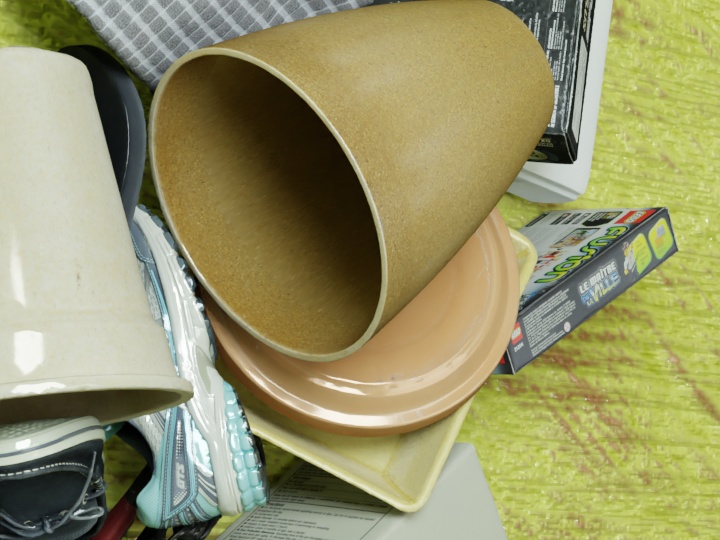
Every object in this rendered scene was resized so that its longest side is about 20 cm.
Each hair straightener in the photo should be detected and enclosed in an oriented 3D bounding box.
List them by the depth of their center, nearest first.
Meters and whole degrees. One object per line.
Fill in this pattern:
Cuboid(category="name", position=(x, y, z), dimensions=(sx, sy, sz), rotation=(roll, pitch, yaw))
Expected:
Cuboid(category="hair straightener", position=(-0.113, 0.154, 1.448), dimensions=(0.077, 0.041, 0.200), rotation=(43, 51, -15))

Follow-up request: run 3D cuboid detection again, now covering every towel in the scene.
Cuboid(category="towel", position=(-0.082, -0.178, 1.376), dimensions=(0.165, 0.086, 0.200), rotation=(-42, 148, 1))

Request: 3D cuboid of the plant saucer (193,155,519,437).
Cuboid(category="plant saucer", position=(0.000, 0.000, 1.465), dimensions=(0.199, 0.032, 0.201), rotation=(5, 66, -11))

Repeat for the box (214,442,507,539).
Cuboid(category="box", position=(-0.016, 0.199, 1.491), dimensions=(0.200, 0.127, 0.109), rotation=(-40, 119, -39))

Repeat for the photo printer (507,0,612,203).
Cuboid(category="photo printer", position=(0.100, -0.161, 1.663), dimensions=(0.166, 0.069, 0.201), rotation=(19, 76, -45))

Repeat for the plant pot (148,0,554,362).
Cuboid(category="plant pot", position=(0.014, -0.076, 1.391), dimensions=(0.200, 0.186, 0.187), rotation=(-32, 112, -35))

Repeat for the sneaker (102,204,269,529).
Cuboid(category="sneaker", position=(-0.123, 0.053, 1.392), dimensions=(0.086, 0.078, 0.201), rotation=(-20, 70, -7))

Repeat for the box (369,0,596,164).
Cuboid(category="box", position=(0.066, -0.178, 1.546), dimensions=(0.086, 0.163, 0.201), rotation=(49, 47, -76))

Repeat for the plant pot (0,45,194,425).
Cuboid(category="plant pot", position=(-0.195, -0.012, 1.273), dimensions=(0.200, 0.200, 0.185), rotation=(2, 77, -47))

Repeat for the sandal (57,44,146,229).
Cuboid(category="sandal", position=(-0.163, -0.029, 1.372), dimensions=(0.043, 0.076, 0.201), rotation=(9, 83, -46))

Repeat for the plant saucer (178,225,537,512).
Cuboid(category="plant saucer", position=(-0.018, 0.028, 1.492), dimensions=(0.199, 0.048, 0.201), rotation=(27, 64, 0))

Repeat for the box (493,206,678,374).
Cuboid(category="box", position=(0.114, 0.012, 1.647), dimensions=(0.200, 0.110, 0.035), rotation=(-33, 113, -42))

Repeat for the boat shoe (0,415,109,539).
Cuboid(category="boat shoe", position=(-0.168, 0.115, 1.303), dimensions=(0.200, 0.074, 0.063), rotation=(89, -7, -79))
